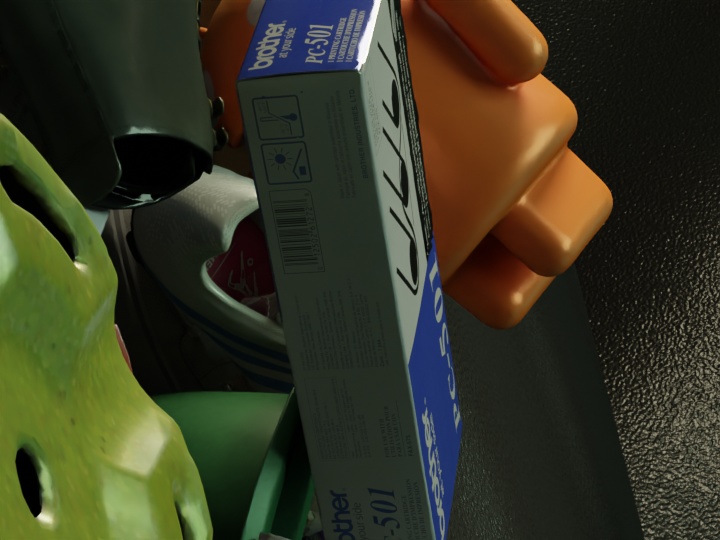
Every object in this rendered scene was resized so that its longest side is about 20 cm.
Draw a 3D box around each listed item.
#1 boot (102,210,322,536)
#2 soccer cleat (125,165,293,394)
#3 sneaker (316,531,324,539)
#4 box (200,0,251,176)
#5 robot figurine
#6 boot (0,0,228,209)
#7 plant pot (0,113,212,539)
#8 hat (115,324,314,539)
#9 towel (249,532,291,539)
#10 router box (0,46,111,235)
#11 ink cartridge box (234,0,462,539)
[{"bbox_3d":[-0.052,0.036,0.967,0.074,0.095,0.201,-85,154,-64],"label":"boot"},{"bbox_3d":[-0.016,0.030,0.878,0.200,0.070,0.086,42,-18,-33],"label":"soccer cleat"},{"bbox_3d":[-0.026,0.077,1.096,0.201,0.080,0.089,62,22,-45],"label":"sneaker"},{"bbox_3d":[-0.072,-0.141,0.990,0.021,0.162,0.202,-24,95,-61],"label":"box"},{"bbox_3d":[0.011,-0.065,0.893,0.200,0.117,0.144,42,-12,2],"label":"robot figurine"},{"bbox_3d":[-0.067,-0.079,0.683,0.199,0.077,0.139,-7,65,-58],"label":"boot"},{"bbox_3d":[-0.127,0.060,0.342,0.200,0.183,0.202,-18,90,-79],"label":"plant pot"},{"bbox_3d":[-0.112,0.084,0.801,0.166,0.175,0.201,100,7,-47],"label":"hat"},{"bbox_3d":[-0.030,0.208,0.731,0.191,0.032,0.202,47,56,-64],"label":"towel"},{"bbox_3d":[-0.149,-0.097,0.685,0.180,0.049,0.200,49,16,-17],"label":"router box"},{"bbox_3d":[0.000,0.000,0.733,0.094,0.044,0.201,-77,161,-58],"label":"ink cartridge box"}]
